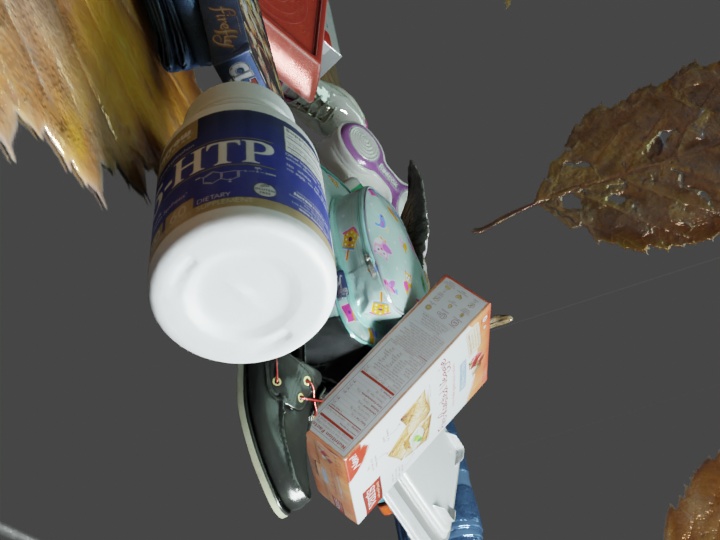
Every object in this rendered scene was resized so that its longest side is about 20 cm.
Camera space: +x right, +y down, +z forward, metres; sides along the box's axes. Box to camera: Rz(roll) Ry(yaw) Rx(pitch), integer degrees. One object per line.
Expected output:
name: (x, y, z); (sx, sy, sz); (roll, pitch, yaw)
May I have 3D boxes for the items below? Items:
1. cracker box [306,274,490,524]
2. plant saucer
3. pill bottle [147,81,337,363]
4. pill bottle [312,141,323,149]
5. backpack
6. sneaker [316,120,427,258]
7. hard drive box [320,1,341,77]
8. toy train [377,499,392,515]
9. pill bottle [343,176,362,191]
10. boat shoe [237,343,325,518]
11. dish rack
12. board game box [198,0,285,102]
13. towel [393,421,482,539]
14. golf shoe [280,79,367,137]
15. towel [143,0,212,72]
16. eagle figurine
cracker box: (0.038, 0.118, 0.848); (0.058, 0.200, 0.134); (34, -26, 27)
plant saucer: (-0.106, -0.316, 1.038); (0.199, 0.037, 0.201); (34, 43, -33)
pill bottle: (-0.083, -0.045, 0.647); (0.201, 0.119, 0.120); (-101, 171, -51)
pill bottle: (-0.029, -0.074, 1.264); (0.111, 0.110, 0.201); (60, 13, -64)
backpack: (-0.027, -0.003, 0.893); (0.176, 0.153, 0.201); (29, 34, -64)
sneaker: (0.014, -0.091, 1.182); (0.075, 0.099, 0.201); (-39, 99, -43)
hard drive box: (-0.111, -0.340, 1.191); (0.156, 0.077, 0.201); (36, 26, -32)
toy train: (-0.012, 0.169, 1.018); (0.150, 0.055, 0.202); (35, 40, -50)
pill bottle: (0.000, 0.000, 1.116); (0.201, 0.113, 0.113); (58, 8, -7)
boat shoe: (-0.062, 0.091, 0.731); (0.074, 0.063, 0.203); (68, 8, -55)
dish rack: (0.058, 0.191, 1.026); (0.201, 0.043, 0.172); (57, 27, -22)
board game box: (-0.112, -0.224, 0.846); (0.136, 0.034, 0.201); (63, 10, -62)
towel: (0.092, 0.288, 1.236); (0.201, 0.111, 0.049); (-101, 164, -48)
golf shoe: (-0.078, -0.235, 1.266); (0.199, 0.075, 0.092); (38, 23, -4)
towel: (-0.175, -0.272, 0.813); (0.112, 0.048, 0.201); (-89, 159, -75)
eagle figurine: (0.043, 0.005, 1.009); (0.201, 0.151, 0.151); (56, -3, -17)
